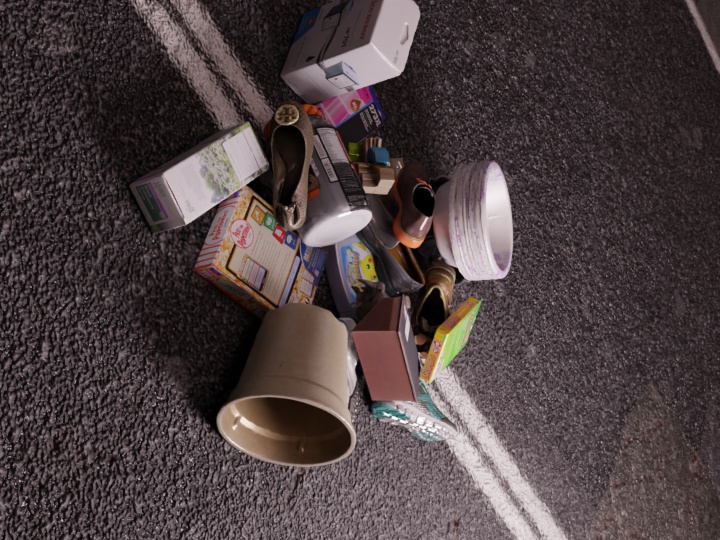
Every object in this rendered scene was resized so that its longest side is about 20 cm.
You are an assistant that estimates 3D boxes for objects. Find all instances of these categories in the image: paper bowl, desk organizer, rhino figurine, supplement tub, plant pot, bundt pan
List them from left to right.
[{"bbox_3d":[-0.094,0.157,1.557,0.200,0.200,0.184,41,43,-35],"label":"plant pot"},{"bbox_3d":[-0.071,-0.148,1.660,0.122,0.122,0.201,-4,64,-48],"label":"supplement tub"},{"bbox_3d":[0.040,0.074,1.731,0.200,0.087,0.060,52,36,-44],"label":"rhino figurine"},{"bbox_3d":[0.043,0.128,1.694,0.200,0.077,0.072,75,19,-49],"label":"desk organizer"},{"bbox_3d":[0.132,-0.066,1.918,0.202,0.076,0.203,14,71,-46],"label":"bundt pan"},{"bbox_3d":[0.190,-0.082,1.826,0.201,0.104,0.202,-6,90,-69],"label":"paper bowl"}]

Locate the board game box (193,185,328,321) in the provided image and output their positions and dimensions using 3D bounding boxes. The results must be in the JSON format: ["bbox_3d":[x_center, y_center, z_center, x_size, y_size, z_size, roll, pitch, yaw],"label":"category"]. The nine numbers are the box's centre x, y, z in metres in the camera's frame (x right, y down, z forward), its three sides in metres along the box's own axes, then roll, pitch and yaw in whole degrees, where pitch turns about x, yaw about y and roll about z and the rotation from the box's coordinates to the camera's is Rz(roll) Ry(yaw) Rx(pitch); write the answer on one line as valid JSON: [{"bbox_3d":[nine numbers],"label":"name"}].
[{"bbox_3d":[-0.147,-0.014,1.626,0.200,0.046,0.152,41,53,-35],"label":"board game box"}]

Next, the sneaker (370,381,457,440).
[{"bbox_3d":[0.102,0.231,1.831,0.200,0.077,0.092,34,53,-40],"label":"sneaker"}]

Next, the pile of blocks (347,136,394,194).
[{"bbox_3d":[0.002,-0.176,1.734,0.062,0.200,0.082,3,103,-14],"label":"pile of blocks"}]

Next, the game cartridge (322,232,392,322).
[{"bbox_3d":[0.000,0.000,1.794,0.133,0.040,0.201,-17,94,-43],"label":"game cartridge"}]

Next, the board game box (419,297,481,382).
[{"bbox_3d":[0.157,0.113,1.819,0.200,0.030,0.096,-30,142,-61],"label":"board game box"}]

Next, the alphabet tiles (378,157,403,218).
[{"bbox_3d":[0.061,-0.102,1.911,0.166,0.006,0.201,-11,90,-48],"label":"alphabet tiles"}]

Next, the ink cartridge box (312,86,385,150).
[{"bbox_3d":[-0.017,-0.271,1.842,0.200,0.037,0.095,-44,114,-46],"label":"ink cartridge box"}]

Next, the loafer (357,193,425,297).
[{"bbox_3d":[0.050,-0.053,1.779,0.073,0.072,0.200,-41,110,-41],"label":"loafer"}]

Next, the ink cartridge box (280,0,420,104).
[{"bbox_3d":[-0.017,-0.370,1.738,0.086,0.200,0.147,39,54,-36],"label":"ink cartridge box"}]

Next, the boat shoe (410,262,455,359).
[{"bbox_3d":[0.118,0.083,1.830,0.068,0.072,0.201,-69,164,-53],"label":"boat shoe"}]

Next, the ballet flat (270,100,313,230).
[{"bbox_3d":[-0.107,-0.159,1.582,0.046,0.067,0.201,34,55,-72],"label":"ballet flat"}]

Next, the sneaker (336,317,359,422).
[{"bbox_3d":[-0.048,0.172,1.689,0.077,0.076,0.201,8,73,-25],"label":"sneaker"}]

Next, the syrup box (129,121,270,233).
[{"bbox_3d":[-0.229,-0.136,1.537,0.200,0.081,0.079,-41,112,-44],"label":"syrup box"}]

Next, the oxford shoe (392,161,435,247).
[{"bbox_3d":[0.100,-0.125,1.776,0.071,0.073,0.200,22,39,-18],"label":"oxford shoe"}]
